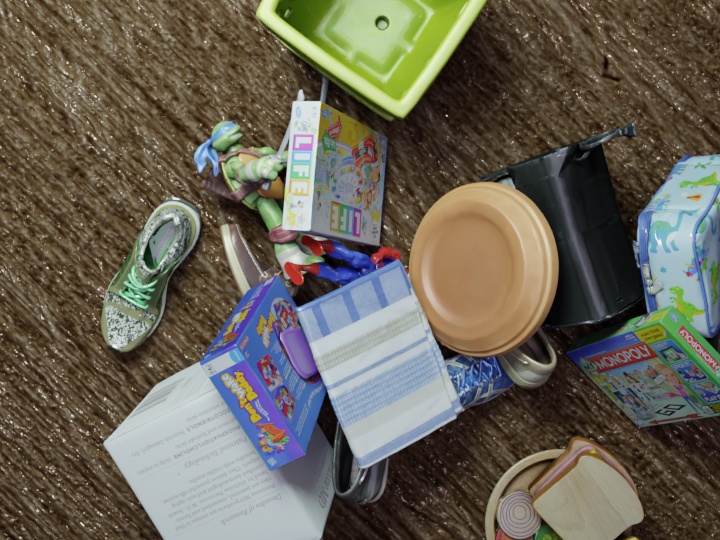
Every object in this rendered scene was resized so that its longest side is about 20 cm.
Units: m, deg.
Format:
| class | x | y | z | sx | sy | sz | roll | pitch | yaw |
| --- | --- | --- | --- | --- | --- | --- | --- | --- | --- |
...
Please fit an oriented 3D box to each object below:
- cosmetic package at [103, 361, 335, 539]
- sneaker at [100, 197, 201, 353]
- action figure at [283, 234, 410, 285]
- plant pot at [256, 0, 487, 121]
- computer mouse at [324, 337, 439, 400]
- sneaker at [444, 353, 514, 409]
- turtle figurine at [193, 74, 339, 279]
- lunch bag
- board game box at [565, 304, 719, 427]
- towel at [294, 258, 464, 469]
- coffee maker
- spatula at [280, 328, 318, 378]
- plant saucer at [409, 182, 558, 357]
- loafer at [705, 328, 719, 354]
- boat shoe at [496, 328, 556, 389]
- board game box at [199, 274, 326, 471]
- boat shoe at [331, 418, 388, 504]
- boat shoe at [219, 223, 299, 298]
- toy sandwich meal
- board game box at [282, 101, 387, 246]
| class | x | y | z | sx | sy | sz | roll | pitch | yaw |
| --- | --- | --- | --- | --- | --- | --- | --- | --- | --- |
| cosmetic package | -0.147 | 0.211 | 1.052 | 0.166 | 0.167 | 0.201 | -27 | 101 | 14 |
| sneaker | -0.260 | 0.005 | 1.106 | 0.076 | 0.089 | 0.201 | 24 | 92 | -2 |
| action figure | 0.000 | 0.000 | 1.075 | 0.052 | 0.199 | 0.066 | 41 | 111 | 32 |
| plant pot | 0.019 | -0.295 | 1.052 | 0.199 | 0.181 | 0.200 | 35 | 91 | -2 |
| computer mouse | 0.026 | 0.100 | 1.147 | 0.199 | 0.034 | 0.059 | -30 | 78 | 7 |
| sneaker | 0.126 | 0.139 | 1.125 | 0.199 | 0.077 | 0.076 | -29 | 91 | -1 |
| turtle figurine | -0.075 | -0.105 | 1.075 | 0.199 | 0.144 | 0.195 | -29 | 103 | -7 |
| lunch bag | 0.383 | -0.027 | 1.057 | 0.082 | 0.200 | 0.162 | 2 | 125 | 37 |
| board game box | 0.339 | 0.116 | 1.069 | 0.135 | 0.200 | 0.029 | 45 | 68 | -2 |
| towel | 0.023 | 0.105 | 1.040 | 0.146 | 0.024 | 0.201 | -26 | 99 | -22 |
| coffee maker | 0.247 | -0.041 | 1.063 | 0.134 | 0.192 | 0.201 | -22 | 94 | -16 |
| spatula | -0.031 | 0.078 | 1.071 | 0.020 | 0.200 | 0.057 | -28 | 85 | 33 |
| plant saucer | 0.130 | -0.001 | 1.056 | 0.199 | 0.037 | 0.202 | -2 | 87 | 41 |
| loafer | 0.476 | 0.047 | 1.129 | 0.073 | 0.071 | 0.201 | 22 | 92 | -2 |
| boat shoe | 0.162 | 0.046 | 1.100 | 0.072 | 0.065 | 0.201 | -27 | 69 | -20 |
| board game box | -0.093 | 0.103 | 0.999 | 0.045 | 0.200 | 0.135 | -26 | 104 | 15 |
| boat shoe | 0.005 | 0.170 | 1.082 | 0.066 | 0.057 | 0.202 | -4 | 75 | 36 |
| boat shoe | -0.105 | 0.027 | 1.123 | 0.072 | 0.072 | 0.201 | -27 | 97 | -7 |
| toy sandwich meal | 0.253 | 0.312 | 1.137 | 0.203 | 0.070 | 0.207 | 0 | 92 | -1 |
| board game box | -0.024 | -0.103 | 1.048 | 0.034 | 0.200 | 0.136 | 4 | 89 | 22 |
